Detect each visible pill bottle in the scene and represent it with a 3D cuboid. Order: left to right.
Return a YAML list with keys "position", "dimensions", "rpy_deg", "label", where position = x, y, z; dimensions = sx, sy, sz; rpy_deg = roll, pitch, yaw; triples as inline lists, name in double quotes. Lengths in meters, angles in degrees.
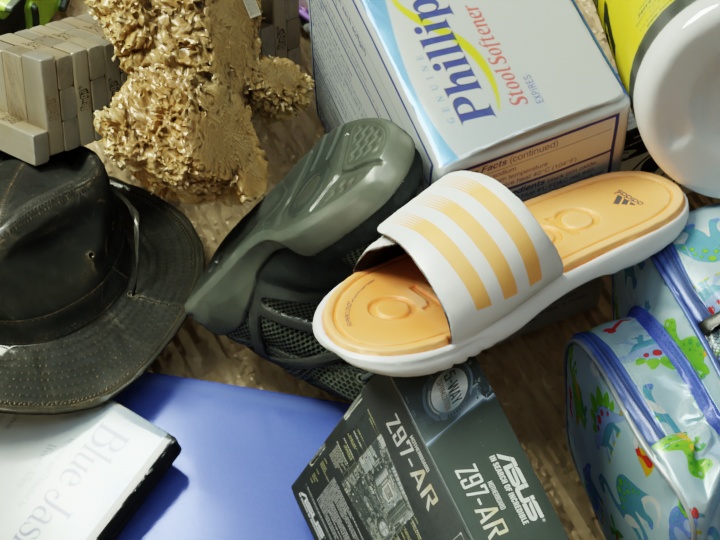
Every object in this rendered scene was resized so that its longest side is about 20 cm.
- position: [0.174, -0.135, 0.933]
  dimensions: [0.114, 0.115, 0.200]
  rpy_deg: [-4, 37, -2]
  label: "pill bottle"

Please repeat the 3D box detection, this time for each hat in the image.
- position: [-0.175, -0.018, 0.986]
  dimensions: [0.199, 0.081, 0.201]
  rpy_deg: [2, 41, -2]
  label: "hat"

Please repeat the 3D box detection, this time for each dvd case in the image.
- position: [-0.208, 0.099, 0.961]
  dimensions: [0.199, 0.018, 0.143]
  rpy_deg: [27, 67, 26]
  label: "dvd case"

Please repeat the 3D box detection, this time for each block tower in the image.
- position: [-0.116, -0.116, 1.034]
  dimensions: [0.054, 0.058, 0.199]
  rpy_deg: [22, 35, 40]
  label: "block tower"

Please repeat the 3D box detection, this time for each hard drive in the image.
- position: [-0.072, 0.121, 0.963]
  dimensions: [0.199, 0.025, 0.133]
  rpy_deg: [8, 60, 6]
  label: "hard drive"

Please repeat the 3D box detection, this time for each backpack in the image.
- position: [0.177, 0.070, 0.901]
  dimensions: [0.146, 0.184, 0.201]
  rpy_deg: [-14, 51, -5]
  label: "backpack"

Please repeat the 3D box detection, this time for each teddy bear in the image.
- position: [-0.088, -0.125, 0.980]
  dimensions: [0.067, 0.145, 0.201]
  rpy_deg: [-16, 77, 39]
  label: "teddy bear"

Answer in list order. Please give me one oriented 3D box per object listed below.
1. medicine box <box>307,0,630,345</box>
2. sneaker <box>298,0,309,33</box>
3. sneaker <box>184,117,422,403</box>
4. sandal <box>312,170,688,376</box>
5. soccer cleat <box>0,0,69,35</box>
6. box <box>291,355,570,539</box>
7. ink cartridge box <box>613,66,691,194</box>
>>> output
- position: [0.050, -0.084, 0.980]
  dimensions: [0.102, 0.200, 0.183]
  rpy_deg: [-19, 61, -10]
  label: "medicine box"
- position: [-0.023, -0.191, 1.110]
  dimensions: [0.199, 0.089, 0.081]
  rpy_deg: [24, 61, 13]
  label: "sneaker"
- position: [0.000, 0.000, 0.925]
  dimensions: [0.114, 0.199, 0.076]
  rpy_deg: [33, 54, -11]
  label: "sneaker"
- position: [0.062, -0.020, 0.833]
  dimensions: [0.206, 0.060, 0.079]
  rpy_deg: [-26, 37, -32]
  label: "sandal"
- position: [-0.244, -0.133, 1.093]
  dimensions: [0.083, 0.065, 0.200]
  rpy_deg: [29, 64, 19]
  label: "soccer cleat"
- position: [0.046, 0.152, 0.846]
  dimensions: [0.043, 0.160, 0.201]
  rpy_deg: [-18, 70, -26]
  label: "box"
- position: [0.206, -0.095, 1.046]
  dimensions: [0.199, 0.094, 0.044]
  rpy_deg: [-22, 61, -12]
  label: "ink cartridge box"
